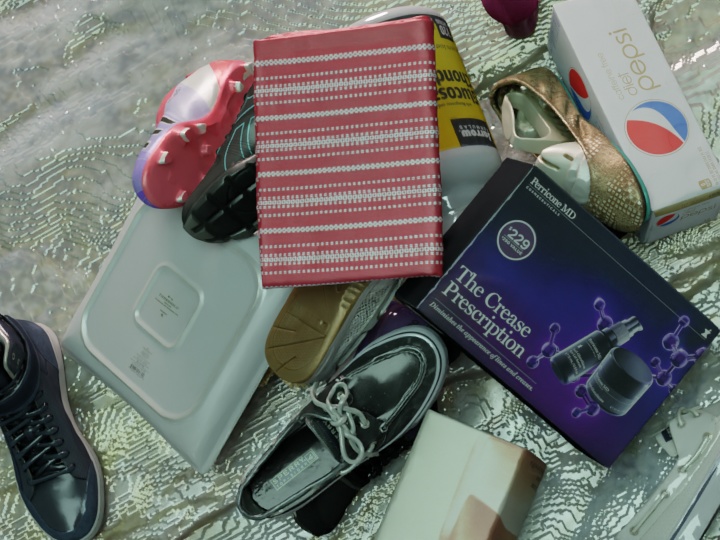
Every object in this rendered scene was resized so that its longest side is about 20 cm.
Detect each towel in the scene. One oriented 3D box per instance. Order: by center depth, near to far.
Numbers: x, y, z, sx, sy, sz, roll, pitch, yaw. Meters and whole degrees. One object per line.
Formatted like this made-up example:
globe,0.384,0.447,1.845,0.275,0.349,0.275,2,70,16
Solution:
towel,-0.010,-0.089,1.262,0.144,0.022,0.200,-5,80,17

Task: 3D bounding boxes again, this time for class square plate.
square plate,-0.151,0.032,1.393,0.200,0.028,0.198,37,102,31

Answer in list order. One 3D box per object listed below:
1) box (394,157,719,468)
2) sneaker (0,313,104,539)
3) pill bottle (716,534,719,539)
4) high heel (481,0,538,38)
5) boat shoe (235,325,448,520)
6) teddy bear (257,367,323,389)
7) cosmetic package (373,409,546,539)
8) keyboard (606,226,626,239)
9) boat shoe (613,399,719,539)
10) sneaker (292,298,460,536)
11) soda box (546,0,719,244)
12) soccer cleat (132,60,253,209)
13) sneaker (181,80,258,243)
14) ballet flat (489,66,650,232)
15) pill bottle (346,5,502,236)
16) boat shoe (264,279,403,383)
box,0.150,0.031,1.288,0.200,0.079,0.141,39,87,-14
sneaker,-0.281,0.127,1.386,0.077,0.146,0.203,-23,74,6
pill bottle,0.275,0.277,1.225,0.116,0.116,0.200,32,86,19
high heel,0.125,-0.299,1.407,0.067,0.096,0.200,-9,75,12
boat shoe,-0.017,0.117,1.279,0.199,0.068,0.074,-37,85,9
teddy bear,-0.064,0.002,1.390,0.145,0.067,0.200,15,84,38
cosmetic package,0.062,0.220,1.300,0.087,0.103,0.200,21,84,19
keyboard,0.165,-0.027,1.365,0.200,0.040,0.104,-39,71,4
boat shoe,0.260,0.136,1.290,0.070,0.071,0.200,31,93,16
sneaker,0.012,0.122,1.338,0.087,0.076,0.200,18,82,34
soda box,0.218,-0.127,1.346,0.068,0.064,0.200,-19,68,-7
soccer cleat,-0.147,-0.112,1.408,0.076,0.067,0.200,-5,35,29
sneaker,-0.069,-0.104,1.345,0.200,0.075,0.079,-43,48,6
ballet flat,0.157,-0.092,1.333,0.065,0.071,0.200,-7,37,-20
pill bottle,0.049,-0.105,1.373,0.112,0.112,0.200,-23,73,8
boat shoe,0.000,0.000,1.314,0.071,0.069,0.200,38,99,27
